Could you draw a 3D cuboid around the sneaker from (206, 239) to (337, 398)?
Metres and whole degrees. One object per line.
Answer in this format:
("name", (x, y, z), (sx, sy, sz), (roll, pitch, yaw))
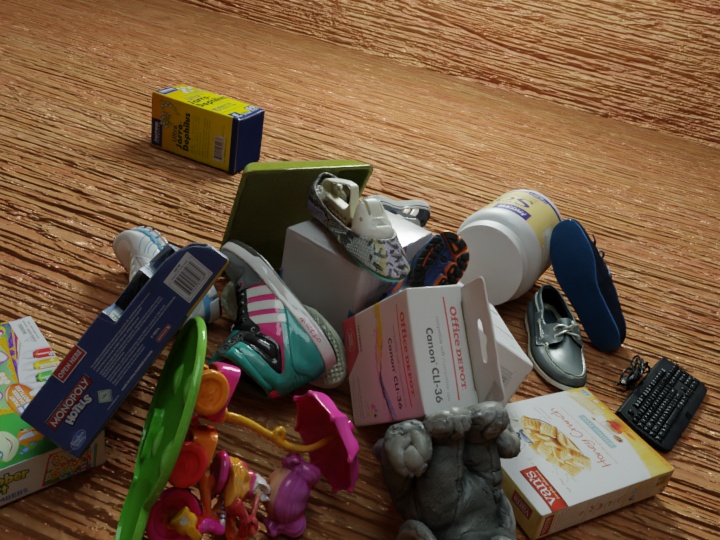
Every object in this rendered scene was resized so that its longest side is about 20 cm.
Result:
("sneaker", (-0.129, 0.064, 0.694), (0.120, 0.084, 0.200), (-35, 63, -20))

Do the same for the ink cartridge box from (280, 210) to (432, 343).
("ink cartridge box", (0.000, 0.000, 0.852), (0.124, 0.132, 0.198), (28, 31, 27))

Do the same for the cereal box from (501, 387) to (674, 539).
("cereal box", (0.219, 0.199, 0.682), (0.195, 0.040, 0.144), (-4, 31, -29))

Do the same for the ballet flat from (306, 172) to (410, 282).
("ballet flat", (-0.006, -0.064, 0.754), (0.071, 0.074, 0.200), (-8, 36, -34))

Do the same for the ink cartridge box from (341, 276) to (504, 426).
("ink cartridge box", (0.053, 0.086, 0.623), (0.066, 0.199, 0.120), (-2, 75, -26))

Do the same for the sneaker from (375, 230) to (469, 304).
("sneaker", (0.061, 0.042, 0.783), (0.075, 0.200, 0.078), (43, -4, -2))

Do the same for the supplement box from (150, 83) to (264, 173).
("supplement box", (-0.306, -0.287, 1.253), (0.195, 0.112, 0.109), (19, 29, 12))

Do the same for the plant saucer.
("plant saucer", (-0.103, -0.084, 0.877), (0.196, 0.201, 0.048), (-9, 55, -34))

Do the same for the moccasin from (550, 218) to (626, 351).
("moccasin", (0.344, 0.021, 0.952), (0.079, 0.205, 0.067), (-20, -5, 42))

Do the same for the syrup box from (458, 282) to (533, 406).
("syrup box", (0.127, 0.083, 0.743), (0.080, 0.080, 0.200), (33, 12, -9))

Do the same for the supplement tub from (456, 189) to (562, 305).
("supplement tub", (0.232, -0.038, 0.997), (0.143, 0.149, 0.199), (26, 30, 24))

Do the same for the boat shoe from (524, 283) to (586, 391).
("boat shoe", (0.274, 0.089, 0.877), (0.071, 0.063, 0.201), (11, 29, -3))

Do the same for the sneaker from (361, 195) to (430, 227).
("sneaker", (0.062, -0.076, 1.075), (0.198, 0.077, 0.082), (-3, 73, -52))

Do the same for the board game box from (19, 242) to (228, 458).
("board game box", (-0.211, 0.050, 0.602), (0.061, 0.202, 0.200), (38, -7, -12))

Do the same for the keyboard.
("keyboard", (0.396, 0.157, 0.833), (0.103, 0.041, 0.198), (32, 33, 29))

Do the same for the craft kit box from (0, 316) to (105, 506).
("craft kit box", (-0.361, 0.132, 0.557), (0.195, 0.050, 0.199), (-19, 42, -40))

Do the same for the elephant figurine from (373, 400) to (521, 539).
("elephant figurine", (0.084, 0.222, 0.509), (0.138, 0.155, 0.205), (-16, 71, 7))

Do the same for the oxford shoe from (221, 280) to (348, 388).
("oxford shoe", (-0.087, 0.074, 0.759), (0.198, 0.076, 0.058), (31, -12, 27))

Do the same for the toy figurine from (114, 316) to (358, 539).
("toy figurine", (-0.088, 0.165, 0.529), (0.181, 0.205, 0.149), (21, -11, -24))

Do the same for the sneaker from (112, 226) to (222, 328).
("sneaker", (-0.266, 0.011, 0.785), (0.198, 0.077, 0.086), (31, 39, 30))
